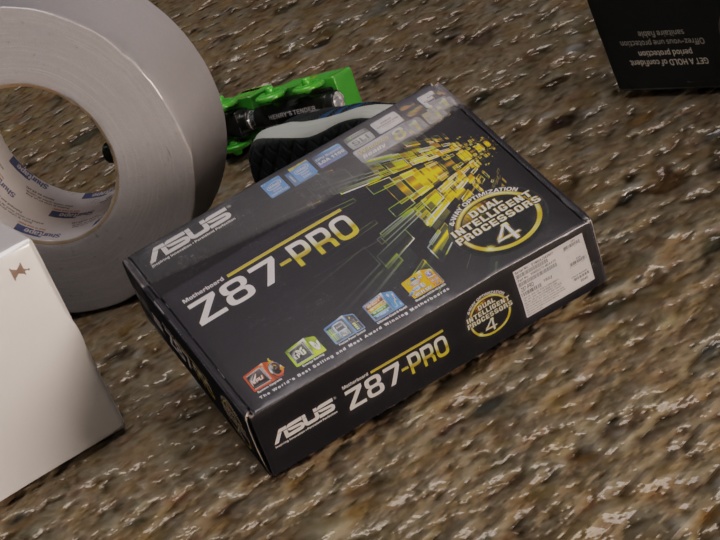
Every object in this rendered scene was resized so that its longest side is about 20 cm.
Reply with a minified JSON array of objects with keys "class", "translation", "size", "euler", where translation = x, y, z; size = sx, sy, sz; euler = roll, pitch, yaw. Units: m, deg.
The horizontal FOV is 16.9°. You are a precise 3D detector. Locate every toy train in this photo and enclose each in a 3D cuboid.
[{"class":"toy train","translation":[-0.087,-0.100,1.622],"size":[0.199,0.042,0.056],"euler":[-9,16,34]}]

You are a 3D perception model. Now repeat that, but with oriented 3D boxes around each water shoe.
[{"class":"water shoe","translation":[0.016,-0.075,1.410],"size":[0.079,0.072,0.200],"euler":[-34,25,-34]}]

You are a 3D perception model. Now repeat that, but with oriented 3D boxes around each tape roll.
[{"class":"tape roll","translation":[-0.183,-0.077,1.448],"size":[0.200,0.201,0.066],"euler":[-15,24,23]}]

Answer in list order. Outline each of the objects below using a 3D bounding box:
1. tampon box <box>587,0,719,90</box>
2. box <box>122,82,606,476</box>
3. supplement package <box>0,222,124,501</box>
[{"class":"tampon box","translation":[0.202,-0.218,1.364],"size":[0.150,0.201,0.126],"euler":[3,34,48]},{"class":"box","translation":[0.000,0.000,1.232],"size":[0.199,0.049,0.161],"euler":[-29,38,-11]},{"class":"supplement package","translation":[-0.235,0.044,1.335],"size":[0.120,0.122,0.200],"euler":[-31,22,-17]}]
